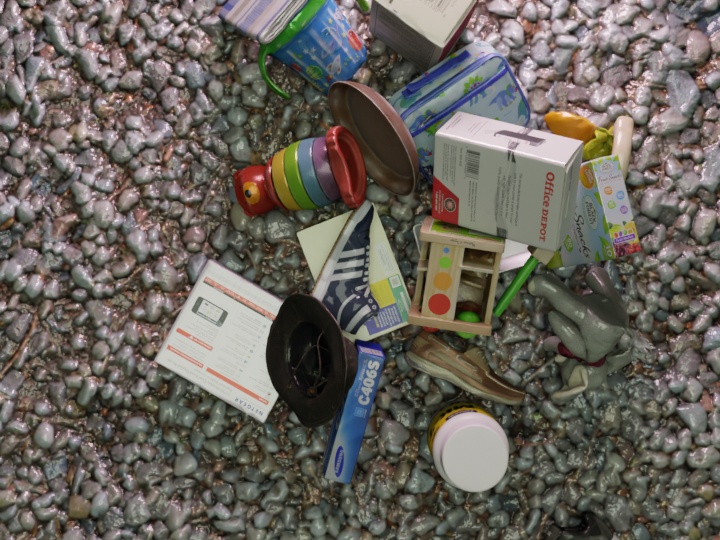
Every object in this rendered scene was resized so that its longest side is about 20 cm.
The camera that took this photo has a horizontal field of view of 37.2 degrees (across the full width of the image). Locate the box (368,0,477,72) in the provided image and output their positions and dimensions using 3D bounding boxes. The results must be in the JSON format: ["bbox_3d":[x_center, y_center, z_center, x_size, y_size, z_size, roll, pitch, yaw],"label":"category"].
[{"bbox_3d":[0.094,-0.386,1.586,0.127,0.200,0.109,35,89,-1],"label":"box"}]

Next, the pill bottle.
[{"bbox_3d":[0.160,0.262,1.591,0.113,0.200,0.116,0,90,-1],"label":"pill bottle"}]

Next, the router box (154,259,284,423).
[{"bbox_3d":[-0.191,0.108,1.664,0.199,0.049,0.181,30,90,0],"label":"router box"}]

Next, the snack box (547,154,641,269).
[{"bbox_3d":[0.327,-0.083,1.588,0.053,0.200,0.144,-16,91,-19],"label":"snack box"}]

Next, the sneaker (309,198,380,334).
[{"bbox_3d":[0.000,0.000,1.628,0.108,0.070,0.201,27,93,0],"label":"sneaker"}]

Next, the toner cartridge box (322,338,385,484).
[{"bbox_3d":[-0.012,0.213,1.631,0.043,0.095,0.202,15,97,-5],"label":"toner cartridge box"}]

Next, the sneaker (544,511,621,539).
[{"bbox_3d":[0.304,0.444,1.663,0.199,0.066,0.091,-33,88,-4],"label":"sneaker"}]

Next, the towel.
[{"bbox_3d":[-0.134,-0.412,1.602,0.147,0.200,0.024,-49,125,-1],"label":"towel"}]

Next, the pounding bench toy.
[{"bbox_3d":[0.179,0.019,1.594,0.198,0.124,0.158,8,105,5],"label":"pounding bench toy"}]

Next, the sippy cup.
[{"bbox_3d":[-0.063,-0.344,1.621,0.177,0.140,0.130,-36,112,26],"label":"sippy cup"}]

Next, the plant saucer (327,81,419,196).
[{"bbox_3d":[0.025,-0.202,1.595,0.032,0.200,0.201,-36,90,-17],"label":"plant saucer"}]

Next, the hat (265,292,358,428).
[{"bbox_3d":[-0.055,0.128,1.583,0.080,0.200,0.203,-3,91,-38],"label":"hat"}]

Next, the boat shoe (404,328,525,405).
[{"bbox_3d":[0.168,0.150,1.655,0.199,0.076,0.072,24,88,-2],"label":"boat shoe"}]

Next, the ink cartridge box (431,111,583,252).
[{"bbox_3d":[0.210,-0.128,1.533,0.199,0.084,0.145,18,129,24],"label":"ink cartridge box"}]

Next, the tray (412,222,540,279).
[{"bbox_3d":[0.189,-0.044,1.666,0.198,0.022,0.108,-15,90,9],"label":"tray"}]

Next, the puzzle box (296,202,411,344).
[{"bbox_3d":[-0.005,0.010,1.676,0.132,0.025,0.202,-21,91,0],"label":"puzzle box"}]

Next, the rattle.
[{"bbox_3d":[0.343,-0.138,1.619,0.142,0.130,0.202,15,82,-9],"label":"rattle"}]

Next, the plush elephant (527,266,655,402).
[{"bbox_3d":[0.341,0.111,1.628,0.200,0.164,0.156,49,131,30],"label":"plush elephant"}]

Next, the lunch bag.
[{"bbox_3d":[0.146,-0.238,1.612,0.199,0.083,0.161,-33,129,0],"label":"lunch bag"}]

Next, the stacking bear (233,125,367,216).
[{"bbox_3d":[-0.100,-0.139,1.625,0.198,0.114,0.122,-14,104,19],"label":"stacking bear"}]
